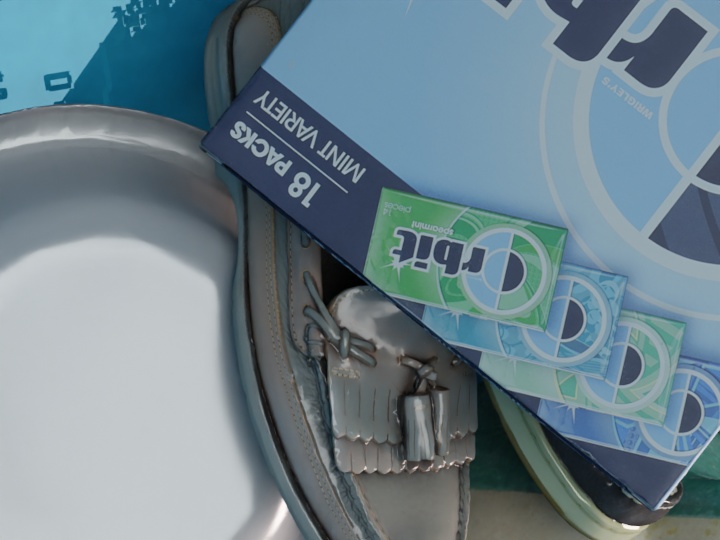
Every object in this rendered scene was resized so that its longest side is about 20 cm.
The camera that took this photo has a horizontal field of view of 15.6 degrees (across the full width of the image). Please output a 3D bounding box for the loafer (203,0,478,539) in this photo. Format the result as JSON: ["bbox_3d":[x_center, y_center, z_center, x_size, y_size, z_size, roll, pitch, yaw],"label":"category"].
[{"bbox_3d":[0.000,0.000,0.817,0.072,0.063,0.201,-1,72,-43],"label":"loafer"}]

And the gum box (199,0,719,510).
[{"bbox_3d":[0.081,-0.061,0.768,0.170,0.045,0.200,38,90,7],"label":"gum box"}]

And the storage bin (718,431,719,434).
[{"bbox_3d":[0.222,-0.035,0.856,0.198,0.094,0.200,5,88,-18],"label":"storage bin"}]

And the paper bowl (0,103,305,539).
[{"bbox_3d":[-0.092,0.046,0.864,0.199,0.104,0.202,0,90,-16],"label":"paper bowl"}]

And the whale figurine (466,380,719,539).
[{"bbox_3d":[0.116,0.088,0.906,0.198,0.159,0.105,10,72,-1],"label":"whale figurine"}]

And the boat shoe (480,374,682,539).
[{"bbox_3d":[0.070,-0.018,0.826,0.072,0.066,0.202,15,57,-51],"label":"boat shoe"}]
